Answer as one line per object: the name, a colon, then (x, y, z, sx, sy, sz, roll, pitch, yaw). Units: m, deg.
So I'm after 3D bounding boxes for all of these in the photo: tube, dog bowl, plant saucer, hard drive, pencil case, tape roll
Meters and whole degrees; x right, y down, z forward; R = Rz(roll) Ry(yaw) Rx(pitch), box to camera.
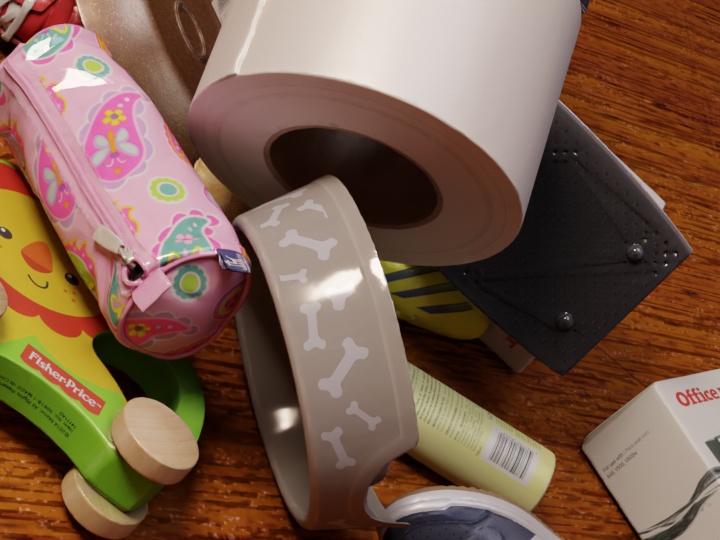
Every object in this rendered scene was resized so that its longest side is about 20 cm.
tube: (0.030, 0.087, 1.152, 0.199, 0.052, 0.058, 33, -8, -12)
dog bowl: (-0.025, 0.051, 1.007, 0.058, 0.201, 0.201, -13, 56, -13)
plant saucer: (-0.122, -0.147, 1.167, 0.201, 0.036, 0.201, 59, 16, -29)
hard drive: (0.105, -0.044, 1.192, 0.200, 0.135, 0.042, 44, 14, -4)
pencil case: (-0.135, -0.045, 0.998, 0.087, 0.088, 0.201, 4, 42, -45)
tape roll: (0.015, -0.111, 1.048, 0.202, 0.202, 0.140, 29, 64, -22)

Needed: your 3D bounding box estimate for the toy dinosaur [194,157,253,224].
toy dinosaur: (-0.081, -0.028, 1.123, 0.199, 0.058, 0.102, -19, 87, -32)

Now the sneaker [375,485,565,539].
sneaker: (0.096, 0.206, 1.064, 0.199, 0.070, 0.109, 30, 33, -27)

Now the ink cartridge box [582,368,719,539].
ink cartridge box: (0.267, 0.172, 1.278, 0.146, 0.083, 0.201, -5, 56, -51)

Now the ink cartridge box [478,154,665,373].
ink cartridge box: (0.091, -0.052, 1.276, 0.200, 0.148, 0.086, 43, 33, -1)

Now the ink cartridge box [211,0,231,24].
ink cartridge box: (-0.019, -0.141, 1.361, 0.199, 0.037, 0.095, 23, 37, -33)

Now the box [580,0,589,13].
box: (0.057, -0.276, 1.338, 0.200, 0.181, 0.105, 46, 52, -40)

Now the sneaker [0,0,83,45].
sneaker: (-0.241, -0.183, 1.129, 0.200, 0.071, 0.112, 47, 34, 5)

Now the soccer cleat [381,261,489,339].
soccer cleat: (-0.001, 0.000, 1.215, 0.199, 0.065, 0.084, 36, 63, -21)

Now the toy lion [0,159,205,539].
toy lion: (-0.166, 0.025, 0.994, 0.200, 0.069, 0.192, 39, 25, -9)
